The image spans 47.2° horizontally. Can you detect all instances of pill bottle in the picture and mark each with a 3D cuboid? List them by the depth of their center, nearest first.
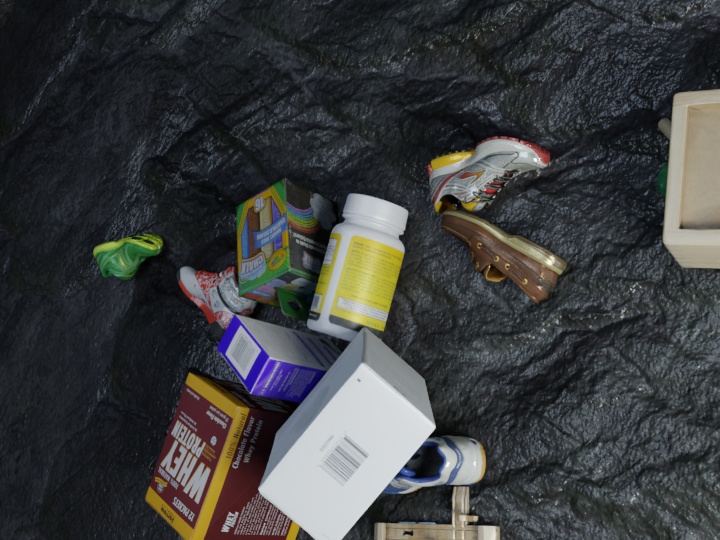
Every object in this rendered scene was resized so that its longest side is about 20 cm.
[{"bbox_3d":[0.000,0.000,1.194,0.113,0.113,0.205,12,85,45],"label":"pill bottle"}]

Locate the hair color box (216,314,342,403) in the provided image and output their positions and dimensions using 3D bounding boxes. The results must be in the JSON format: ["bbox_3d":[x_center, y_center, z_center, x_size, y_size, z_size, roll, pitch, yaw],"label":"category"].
[{"bbox_3d":[-0.097,0.135,1.181,0.109,0.198,0.066,42,107,42],"label":"hair color box"}]

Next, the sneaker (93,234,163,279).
[{"bbox_3d":[-0.473,-0.027,1.704,0.197,0.073,0.086,-10,94,38],"label":"sneaker"}]

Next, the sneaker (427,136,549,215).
[{"bbox_3d":[0.172,-0.122,1.104,0.198,0.077,0.084,-15,70,50],"label":"sneaker"}]

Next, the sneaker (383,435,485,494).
[{"bbox_3d":[0.064,0.246,1.068,0.198,0.087,0.077,-23,64,41],"label":"sneaker"}]

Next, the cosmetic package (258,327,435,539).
[{"bbox_3d":[-0.015,0.204,1.049,0.200,0.122,0.200,-50,6,7],"label":"cosmetic package"}]

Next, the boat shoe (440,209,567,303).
[{"bbox_3d":[0.171,-0.023,1.065,0.199,0.071,0.069,32,96,42],"label":"boat shoe"}]

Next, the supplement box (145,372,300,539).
[{"bbox_3d":[-0.174,0.280,1.208,0.131,0.198,0.202,21,91,44],"label":"supplement box"}]

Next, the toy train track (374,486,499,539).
[{"bbox_3d":[0.087,0.337,1.055,0.197,0.032,0.118,-14,67,42],"label":"toy train track"}]

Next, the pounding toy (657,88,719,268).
[{"bbox_3d":[0.390,-0.100,0.855,0.196,0.141,0.189,2,78,33],"label":"pounding toy"}]

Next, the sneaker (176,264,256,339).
[{"bbox_3d":[-0.249,0.025,1.461,0.109,0.067,0.202,-55,50,14],"label":"sneaker"}]

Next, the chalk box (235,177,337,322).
[{"bbox_3d":[-0.113,-0.016,1.302,0.122,0.124,0.205,-22,60,36],"label":"chalk box"}]
